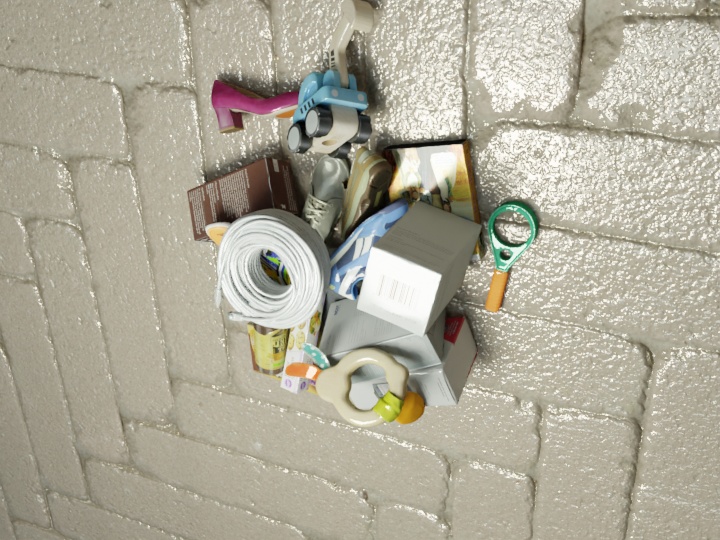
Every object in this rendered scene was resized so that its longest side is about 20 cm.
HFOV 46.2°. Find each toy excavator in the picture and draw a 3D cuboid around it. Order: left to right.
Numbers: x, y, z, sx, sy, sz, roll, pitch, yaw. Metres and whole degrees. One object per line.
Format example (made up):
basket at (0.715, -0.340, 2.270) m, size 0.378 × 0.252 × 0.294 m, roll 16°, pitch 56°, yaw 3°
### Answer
toy excavator at (-0.041, -0.299, 1.330) m, size 0.194 × 0.100 × 0.201 m, roll -26°, pitch 67°, yaw 54°

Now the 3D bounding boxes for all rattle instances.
rattle at (-0.006, 0.184, 1.393) m, size 0.199 × 0.143 × 0.131 m, roll 6°, pitch 95°, yaw 24°

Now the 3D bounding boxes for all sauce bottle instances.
sauce bottle at (-0.163, 0.103, 1.527) m, size 0.065 × 0.065 × 0.200 m, roll 19°, pitch 134°, yaw 18°

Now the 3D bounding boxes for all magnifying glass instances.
magnifying glass at (0.237, -0.020, 1.385) m, size 0.079 × 0.022 × 0.200 m, roll 19°, pitch 123°, yaw 17°

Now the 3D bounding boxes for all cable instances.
cable at (-0.142, -0.001, 1.381) m, size 0.199 × 0.069 × 0.201 m, roll 15°, pitch 115°, yaw 20°

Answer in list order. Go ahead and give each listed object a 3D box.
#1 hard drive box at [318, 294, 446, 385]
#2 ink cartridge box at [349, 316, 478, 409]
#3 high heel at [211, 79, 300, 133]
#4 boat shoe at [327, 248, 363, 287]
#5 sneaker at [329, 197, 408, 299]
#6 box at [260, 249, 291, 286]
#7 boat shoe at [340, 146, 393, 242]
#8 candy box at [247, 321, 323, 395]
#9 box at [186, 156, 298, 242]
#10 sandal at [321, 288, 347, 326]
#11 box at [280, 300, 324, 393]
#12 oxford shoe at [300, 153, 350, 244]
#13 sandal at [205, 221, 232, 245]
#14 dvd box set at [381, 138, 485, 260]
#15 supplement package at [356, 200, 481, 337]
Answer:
hard drive box at (0.039, 0.104, 1.441) m, size 0.200 × 0.156 × 0.077 m, roll -16°, pitch 122°, yaw 21°
ink cartridge box at (0.087, 0.162, 1.477) m, size 0.200 × 0.148 × 0.086 m, roll -9°, pitch 122°, yaw 32°
high heel at (-0.164, -0.300, 1.431) m, size 0.200 × 0.067 × 0.096 m, roll -11°, pitch 88°, yaw 29°
boat shoe at (0.000, 0.000, 1.472) m, size 0.199 × 0.069 × 0.057 m, roll 7°, pitch 110°, yaw 9°
sneaker at (0.018, -0.036, 1.393) m, size 0.082 × 0.074 × 0.200 m, roll 44°, pitch 107°, yaw 4°
box at (-0.135, -0.002, 1.510) m, size 0.064 × 0.070 × 0.200 m, roll 24°, pitch 149°, yaw 16°
boat shoe at (-0.001, -0.126, 1.424) m, size 0.076 × 0.072 × 0.200 m, roll 48°, pitch 140°, yaw 23°
candy box at (-0.121, 0.165, 1.629) m, size 0.200 × 0.056 × 0.117 m, roll 17°, pitch 126°, yaw 30°
box at (-0.213, -0.123, 1.513) m, size 0.200 × 0.075 × 0.100 m, roll -16°, pitch 79°, yaw 35°
sandal at (-0.042, 0.078, 1.575) m, size 0.076 × 0.043 × 0.201 m, roll 14°, pitch 131°, yaw 29°
box at (-0.104, 0.123, 1.538) m, size 0.041 × 0.039 × 0.201 m, roll 20°, pitch 105°, yaw 30°
oxford shoe at (-0.068, -0.111, 1.473) m, size 0.075 × 0.058 × 0.200 m, roll 29°, pitch 124°, yaw 13°
sandal at (-0.215, -0.021, 1.527) m, size 0.079 × 0.059 × 0.207 m, roll -9°, pitch 154°, yaw 26°
dvd box set at (0.120, -0.112, 1.391) m, size 0.146 × 0.029 × 0.201 m, roll 1°, pitch 115°, yaw 27°
supplement package at (0.094, -0.008, 1.313) m, size 0.117 × 0.200 × 0.118 m, roll 22°, pitch 122°, yaw 16°
